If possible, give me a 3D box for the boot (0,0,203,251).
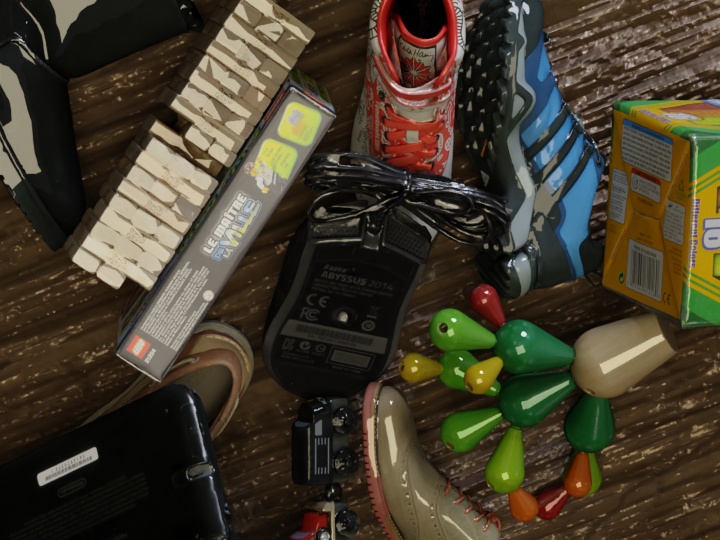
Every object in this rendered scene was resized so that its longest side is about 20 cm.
[{"bbox_3d":[-0.175,-0.132,1.701,0.162,0.073,0.199,-29,105,-4],"label":"boot"}]

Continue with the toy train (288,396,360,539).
[{"bbox_3d":[-0.025,0.182,1.751,0.046,0.034,0.202,-2,92,-28],"label":"toy train"}]

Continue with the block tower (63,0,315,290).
[{"bbox_3d":[-0.107,-0.081,1.685,0.054,0.058,0.201,33,91,-16],"label":"block tower"}]

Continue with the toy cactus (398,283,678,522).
[{"bbox_3d":[0.126,0.072,1.744,0.164,0.103,0.200,-27,120,17],"label":"toy cactus"}]

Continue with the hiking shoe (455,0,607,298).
[{"bbox_3d":[0.113,-0.085,1.740,0.086,0.074,0.201,-9,106,-23],"label":"hiking shoe"}]

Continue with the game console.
[{"bbox_3d":[-0.139,0.192,1.730,0.199,0.116,0.177,-26,67,25],"label":"game console"}]

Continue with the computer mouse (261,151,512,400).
[{"bbox_3d":[0.000,0.000,1.727,0.138,0.053,0.201,15,129,-17],"label":"computer mouse"}]

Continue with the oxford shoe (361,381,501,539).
[{"bbox_3d":[0.054,0.157,1.773,0.074,0.071,0.201,-12,116,18],"label":"oxford shoe"}]

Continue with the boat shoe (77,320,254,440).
[{"bbox_3d":[-0.145,0.118,1.754,0.076,0.072,0.200,36,98,-11],"label":"boat shoe"}]

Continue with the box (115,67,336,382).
[{"bbox_3d":[-0.087,-0.032,1.706,0.035,0.110,0.201,32,99,-10],"label":"box"}]

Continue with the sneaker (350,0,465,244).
[{"bbox_3d":[0.028,-0.100,1.698,0.067,0.108,0.203,6,102,1],"label":"sneaker"}]

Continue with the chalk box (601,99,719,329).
[{"bbox_3d":[0.269,-0.040,1.716,0.199,0.125,0.125,-3,103,-20],"label":"chalk box"}]
